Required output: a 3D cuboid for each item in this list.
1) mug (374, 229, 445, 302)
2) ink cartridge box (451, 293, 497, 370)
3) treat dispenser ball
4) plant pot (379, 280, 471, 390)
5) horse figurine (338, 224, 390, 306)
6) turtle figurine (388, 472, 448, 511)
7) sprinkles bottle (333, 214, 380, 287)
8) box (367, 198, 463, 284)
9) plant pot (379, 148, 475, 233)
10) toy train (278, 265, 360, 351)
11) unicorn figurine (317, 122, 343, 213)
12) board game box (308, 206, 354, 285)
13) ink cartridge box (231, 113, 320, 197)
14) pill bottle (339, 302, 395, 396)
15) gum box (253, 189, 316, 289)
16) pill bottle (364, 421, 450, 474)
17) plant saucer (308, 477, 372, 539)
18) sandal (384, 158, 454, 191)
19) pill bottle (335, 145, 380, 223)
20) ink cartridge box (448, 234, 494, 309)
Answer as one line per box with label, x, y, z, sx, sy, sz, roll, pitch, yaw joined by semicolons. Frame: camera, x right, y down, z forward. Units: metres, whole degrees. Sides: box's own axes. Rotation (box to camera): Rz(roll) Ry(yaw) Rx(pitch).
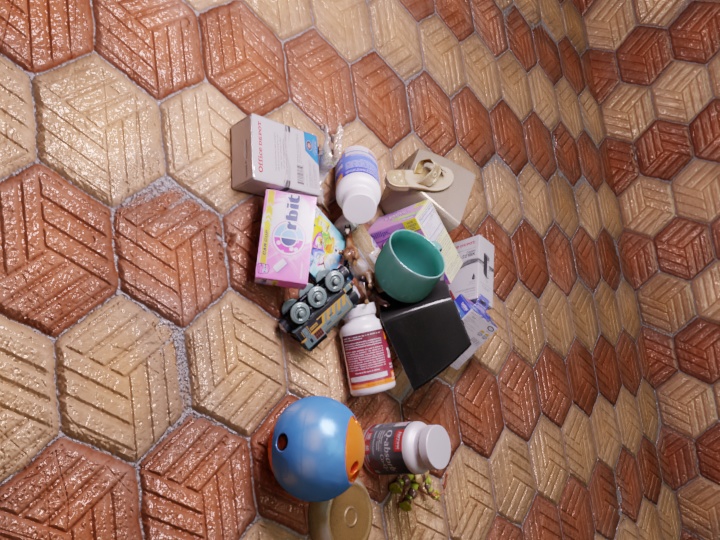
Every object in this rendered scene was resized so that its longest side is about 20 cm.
mug;0.121;0.001;1.569;0.181;0.115;0.154;9;43;-30
ink cartridge box;0.279;0.158;1.819;0.135;0.200;0.077;33;17;-38
treat dispenser ball;-0.088;0.357;1.344;0.198;0.198;0.207;17;66;-44
plant pot;0.163;0.136;1.643;0.201;0.174;0.203;-86;151;-73
horse figurine;0.000;0.000;1.568;0.203;0.049;0.133;59;9;-11
turtle figurine;0.137;0.502;1.658;0.160;0.063;0.204;-35;114;-40
sprinkles bottle;0.012;-0.052;1.675;0.202;0.067;0.069;55;45;-23
box;0.139;-0.055;1.737;0.203;0.173;0.097;60;42;-17
plant pot;0.168;-0.204;1.812;0.176;0.199;0.202;37;52;-17
toy train;-0.088;0.082;1.477;0.199;0.085;0.115;-42;112;-18
unicorn figurine;-0.092;-0.247;1.582;0.072;0.201;0.141;-2;64;-19
board game box;-0.092;-0.035;1.568;0.200;0.046;0.153;47;48;-29
ink cartridge box;-0.188;-0.244;1.491;0.197;0.083;0.150;9;72;-46
pill bottle;0.012;0.183;1.572;0.112;0.111;0.206;-7;84;-48
gum box;-0.160;-0.071;1.433;0.110;0.066;0.206;8;77;-11
pill bottle;0.104;0.410;1.544;0.114;0.197;0.119;17;65;-43
plant saucer;-0.032;0.544;1.476;0.198;0.035;0.206;18;66;-44
sandal;0.163;-0.248;1.684;0.207;0.070;0.079;-9;63;-26
pill bottle;-0.007;-0.205;1.615;0.112;0.111;0.202;44;25;-30
ink cartridge box;0.305;0.017;1.926;0.083;0.142;0.205;31;55;-38
